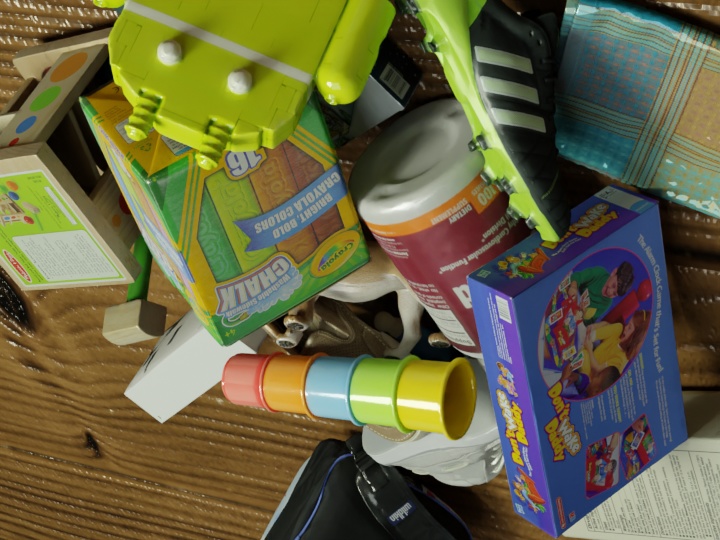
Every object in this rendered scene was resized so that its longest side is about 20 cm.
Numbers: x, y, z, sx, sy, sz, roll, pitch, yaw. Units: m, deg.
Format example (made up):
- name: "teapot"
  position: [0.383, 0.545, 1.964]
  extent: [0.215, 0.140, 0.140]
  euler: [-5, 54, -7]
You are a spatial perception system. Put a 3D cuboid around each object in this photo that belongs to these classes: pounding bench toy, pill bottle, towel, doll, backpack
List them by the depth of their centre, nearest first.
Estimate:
- name: "towel"
  position: [0.209, -0.092, 0.956]
  extent: [0.199, 0.022, 0.147]
  euler: [22, 145, 10]
- name: "pill bottle"
  position: [0.087, -0.011, 1.059]
  extent: [0.114, 0.115, 0.200]
  euler: [-7, 131, 40]
- name: "pounding bench toy"
  position: [-0.192, -0.062, 1.154]
  extent: [0.124, 0.157, 0.200]
  euler: [-5, 133, 37]
- name: "doll"
  position: [0.036, 0.075, 1.257]
  extent: [0.199, 0.049, 0.137]
  euler: [7, 144, 27]
- name: "backpack"
  position: [0.004, 0.269, 1.411]
  extent: [0.190, 0.201, 0.154]
  euler: [32, 176, -18]

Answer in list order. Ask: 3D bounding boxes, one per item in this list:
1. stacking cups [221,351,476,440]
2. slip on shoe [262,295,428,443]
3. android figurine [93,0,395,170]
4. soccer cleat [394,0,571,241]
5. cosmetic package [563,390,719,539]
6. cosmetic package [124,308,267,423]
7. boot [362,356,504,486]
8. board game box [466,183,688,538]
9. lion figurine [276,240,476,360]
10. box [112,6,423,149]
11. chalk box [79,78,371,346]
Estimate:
- name: "stacking cups"
  position: [-0.013, 0.084, 1.140]
  extent: [0.199, 0.061, 0.061]
  euler: [6, 139, 31]
- name: "slip on shoe"
  position: [-0.022, 0.062, 1.198]
  extent: [0.200, 0.060, 0.076]
  euler: [50, 127, 24]
- name: "android figurine"
  position: [-0.076, -0.156, 0.917]
  extent: [0.181, 0.201, 0.041]
  euler: [24, 163, 2]
- name: "soccer cleat"
  position: [0.096, -0.111, 0.935]
  extent: [0.201, 0.081, 0.068]
  euler: [62, 174, -19]
- name: "cosmetic package"
  position: [0.238, 0.151, 1.160]
  extent: [0.199, 0.071, 0.106]
  euler: [-1, 116, 42]
- name: "cosmetic package"
  position: [-0.135, 0.062, 1.332]
  extent: [0.051, 0.083, 0.200]
  euler: [37, 143, -12]
- name: "boot"
  position: [0.094, 0.122, 1.205]
  extent: [0.095, 0.074, 0.200]
  euler: [24, 154, -29]
- name: "board game box"
  position: [0.151, 0.062, 1.027]
  extent: [0.045, 0.134, 0.201]
  euler: [27, 140, 48]
- name: "lion figurine"
  position: [0.000, 0.000, 1.163]
  extent: [0.198, 0.123, 0.073]
  euler: [11, 154, -3]
- name: "box"
  position: [-0.072, -0.165, 1.045]
  extent: [0.200, 0.038, 0.136]
  euler: [43, 143, -18]
- name: "chalk box"
  position: [-0.082, -0.044, 1.024]
  extent: [0.124, 0.124, 0.201]
  euler: [46, 163, 45]
